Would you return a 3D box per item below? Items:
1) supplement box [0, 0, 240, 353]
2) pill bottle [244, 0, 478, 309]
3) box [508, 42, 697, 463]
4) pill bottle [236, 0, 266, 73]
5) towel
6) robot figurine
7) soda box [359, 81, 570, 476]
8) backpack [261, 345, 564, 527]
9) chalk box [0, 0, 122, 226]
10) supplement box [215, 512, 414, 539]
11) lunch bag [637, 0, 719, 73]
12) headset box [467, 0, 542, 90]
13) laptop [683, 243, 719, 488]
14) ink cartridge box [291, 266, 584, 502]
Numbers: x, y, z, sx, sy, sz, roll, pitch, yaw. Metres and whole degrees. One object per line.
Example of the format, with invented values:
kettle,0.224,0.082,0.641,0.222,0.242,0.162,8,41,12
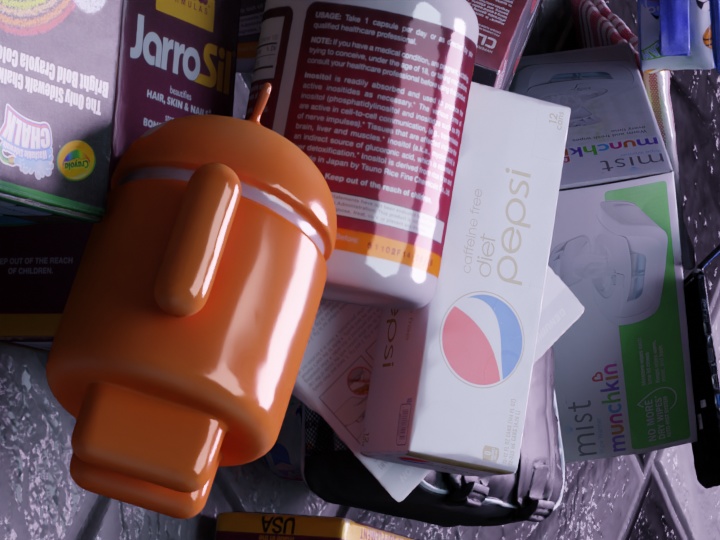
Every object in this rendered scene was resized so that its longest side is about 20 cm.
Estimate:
supplement box,-0.129,-0.058,1.510,0.110,0.085,0.201,16,76,-58
pill bottle,-0.001,-0.087,1.525,0.113,0.113,0.201,19,79,-58
box,0.145,-0.012,1.875,0.177,0.096,0.201,-100,-179,-60
pill bottle,-0.067,-0.215,1.589,0.117,0.116,0.200,-58,137,-42
towel,0.187,-0.099,2.000,0.200,0.030,0.147,-119,-164,-68
robot figurine,-0.078,0.013,1.402,0.144,0.116,0.201,43,56,-46
soda box,0.056,0.006,1.577,0.068,0.064,0.201,13,81,-23
backpack,0.032,0.042,1.716,0.177,0.150,0.201,16,74,-52
chalk box,-0.194,-0.084,1.364,0.125,0.124,0.201,18,75,-59
supplement box,-0.028,0.242,1.661,0.110,0.085,0.201,22,71,-59
lunch bag,0.204,-0.221,1.843,0.200,0.075,0.161,78,16,-47
headset box,0.060,-0.143,1.786,0.149,0.075,0.200,104,7,-55
laptop,0.252,0.029,1.852,0.177,0.103,0.201,68,14,-84
ink cartridge box,0.000,0.000,1.616,0.163,0.057,0.200,-44,106,-19
